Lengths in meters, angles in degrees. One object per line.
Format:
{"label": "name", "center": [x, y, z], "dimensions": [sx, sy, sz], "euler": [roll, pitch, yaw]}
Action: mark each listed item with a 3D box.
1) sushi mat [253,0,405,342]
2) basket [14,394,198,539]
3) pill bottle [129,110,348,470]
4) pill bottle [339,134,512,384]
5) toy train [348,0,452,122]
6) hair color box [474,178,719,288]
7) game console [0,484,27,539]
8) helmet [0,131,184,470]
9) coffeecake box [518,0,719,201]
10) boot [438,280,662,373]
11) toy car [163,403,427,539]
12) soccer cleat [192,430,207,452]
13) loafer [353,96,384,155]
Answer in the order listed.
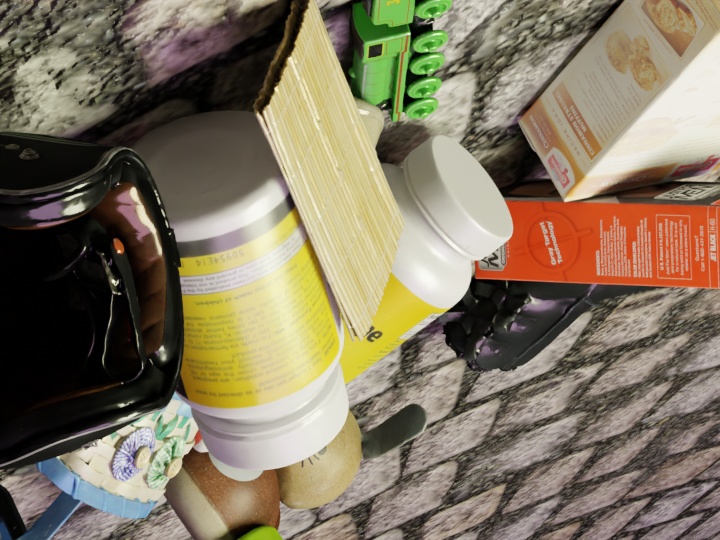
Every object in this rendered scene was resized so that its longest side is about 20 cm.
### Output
{"label": "sushi mat", "center": [-0.016, -0.057, 1.502], "dimensions": [0.012, 0.096, 0.200], "euler": [1, 139, 23]}
{"label": "basket", "center": [-0.203, 0.112, 1.686], "dimensions": [0.200, 0.139, 0.176], "euler": [-43, 159, 10]}
{"label": "pill bottle", "center": [-0.073, 0.015, 1.538], "dimensions": [0.114, 0.114, 0.200], "euler": [-24, 127, -12]}
{"label": "pill bottle", "center": [0.000, 0.000, 1.724], "dimensions": [0.200, 0.113, 0.112], "euler": [-37, 158, 22]}
{"label": "toy train", "center": [0.021, -0.140, 1.520], "dimensions": [0.056, 0.042, 0.200], "euler": [-14, 158, -8]}
{"label": "hair color box", "center": [0.188, -0.027, 1.805], "dimensions": [0.199, 0.061, 0.101], "euler": [2, -169, 28]}
{"label": "game console", "center": [-0.312, 0.278, 1.861], "dimensions": [0.170, 0.200, 0.118], "euler": [-12, 154, -36]}
{"label": "helmet", "center": [-0.205, 0.017, 1.382], "dimensions": [0.190, 0.201, 0.200], "euler": [-9, 163, 11]}
{"label": "coffeecake box", "center": [0.226, -0.139, 1.741], "dimensions": [0.153, 0.073, 0.200], "euler": [-12, 154, -39]}
{"label": "boot", "center": [0.171, 0.018, 2.057], "dimensions": [0.198, 0.073, 0.162], "euler": [2, 143, -42]}
{"label": "toy car", "center": [-0.054, 0.134, 1.931], "dimensions": [0.200, 0.164, 0.158], "euler": [-36, 161, -8]}
{"label": "soccer cleat", "center": [-0.066, 0.095, 1.815], "dimensions": [0.069, 0.085, 0.200], "euler": [-41, -178, 19]}
{"label": "loafer", "center": [-0.045, -0.037, 1.611], "dimensions": [0.075, 0.068, 0.200], "euler": [11, 143, -27]}
